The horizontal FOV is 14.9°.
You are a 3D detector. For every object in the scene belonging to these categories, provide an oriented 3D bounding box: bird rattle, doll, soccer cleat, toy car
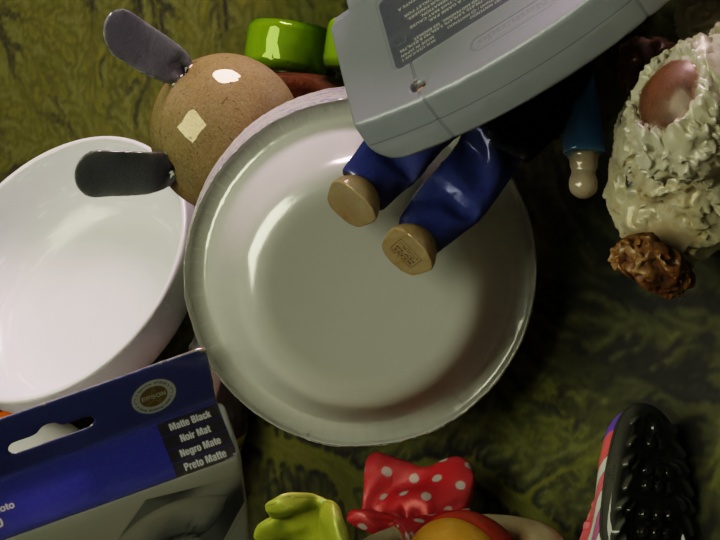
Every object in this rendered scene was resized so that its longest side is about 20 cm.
[{"bbox_3d":[0.038,0.166,1.500,0.163,0.200,0.113,4,97,36],"label":"bird rattle"},{"bbox_3d":[0.075,-0.086,1.489,0.136,0.200,0.048,41,159,2],"label":"doll"},{"bbox_3d":[0.135,0.172,1.490,0.073,0.068,0.201,-4,82,48],"label":"soccer cleat"},{"bbox_3d":[-0.085,-0.081,1.647,0.157,0.199,0.165,5,86,51],"label":"toy car"}]

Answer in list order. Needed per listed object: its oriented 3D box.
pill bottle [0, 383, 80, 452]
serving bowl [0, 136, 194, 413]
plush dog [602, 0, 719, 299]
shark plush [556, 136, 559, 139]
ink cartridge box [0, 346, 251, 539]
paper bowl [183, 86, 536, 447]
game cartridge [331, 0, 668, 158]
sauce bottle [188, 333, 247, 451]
[{"bbox_3d":[-0.239,0.135,1.825,0.200,0.113,0.113,32,105,42],"label":"pill bottle"},{"bbox_3d":[-0.183,0.012,1.804,0.199,0.066,0.201,-17,52,24],"label":"serving bowl"},{"bbox_3d":[0.192,-0.077,1.452,0.172,0.160,0.201,-46,24,45],"label":"plush dog"},{"bbox_3d":[0.120,-0.158,1.545,0.200,0.083,0.091,-39,49,19],"label":"shark plush"},{"bbox_3d":[-0.161,0.151,1.571,0.200,0.199,0.041,83,163,-48],"label":"ink cartridge box"},{"bbox_3d":[0.000,0.000,1.548,0.104,0.200,0.201,-93,22,-81],"label":"paper bowl"},{"bbox_3d":[0.079,-0.142,1.425,0.200,0.041,0.133,-31,32,14],"label":"game cartridge"},{"bbox_3d":[-0.106,0.111,1.734,0.066,0.066,0.201,27,102,43],"label":"sauce bottle"}]
